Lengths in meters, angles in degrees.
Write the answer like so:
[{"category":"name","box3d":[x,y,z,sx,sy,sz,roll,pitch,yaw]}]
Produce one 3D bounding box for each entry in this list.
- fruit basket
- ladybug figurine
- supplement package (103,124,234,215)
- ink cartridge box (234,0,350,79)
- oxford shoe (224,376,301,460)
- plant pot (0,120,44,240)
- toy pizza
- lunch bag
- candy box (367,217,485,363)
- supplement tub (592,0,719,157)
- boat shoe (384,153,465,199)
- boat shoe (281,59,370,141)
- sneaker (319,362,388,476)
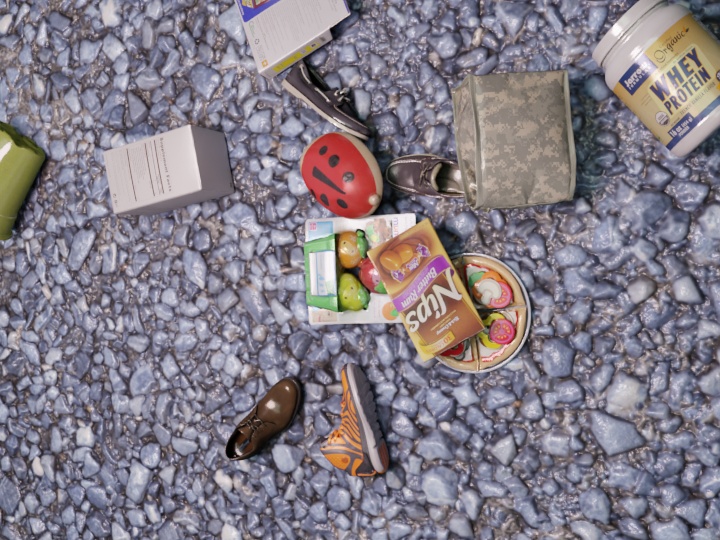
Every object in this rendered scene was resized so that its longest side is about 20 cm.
[{"category":"fruit basket","box3d":[0.000,0.000,1.205,0.196,0.094,0.189,-1,93,17]},{"category":"ladybug figurine","box3d":[-0.039,-0.161,1.186,0.199,0.071,0.138,35,121,41]},{"category":"supplement package","box3d":[-0.357,-0.184,1.311,0.197,0.121,0.122,-11,89,20]},{"category":"ink cartridge box","box3d":[-0.123,-0.478,1.240,0.198,0.047,0.201,-24,77,19]},{"category":"oxford shoe","box3d":[-0.180,0.282,1.292,0.072,0.084,0.201,40,104,15]},{"category":"plant pot","box3d":[-0.756,-0.199,1.441,0.199,0.200,0.191,39,92,14]},{"category":"toy pizza","box3d":[0.184,0.072,1.171,0.197,0.032,0.204,1,93,21]},{"category":"lunch bag","box3d":[0.234,-0.191,1.068,0.161,0.118,0.204,-5,90,-9]},{"category":"candy box","box3d":[0.106,0.032,1.137,0.115,0.056,0.202,-28,85,2]},{"category":"supplement tub","box3d":[0.443,-0.279,0.995,0.144,0.144,0.201,-43,79,17]},{"category":"boat shoe","box3d":[0.128,-0.156,1.161,0.197,0.065,0.073,13,97,19]},{"category":"boat shoe","box3d":[-0.052,-0.298,1.218,0.199,0.072,0.063,39,102,20]},{"category":"sneaker","box3d":[-0.028,0.270,1.237,0.110,0.077,0.204,-15,88,19]}]
